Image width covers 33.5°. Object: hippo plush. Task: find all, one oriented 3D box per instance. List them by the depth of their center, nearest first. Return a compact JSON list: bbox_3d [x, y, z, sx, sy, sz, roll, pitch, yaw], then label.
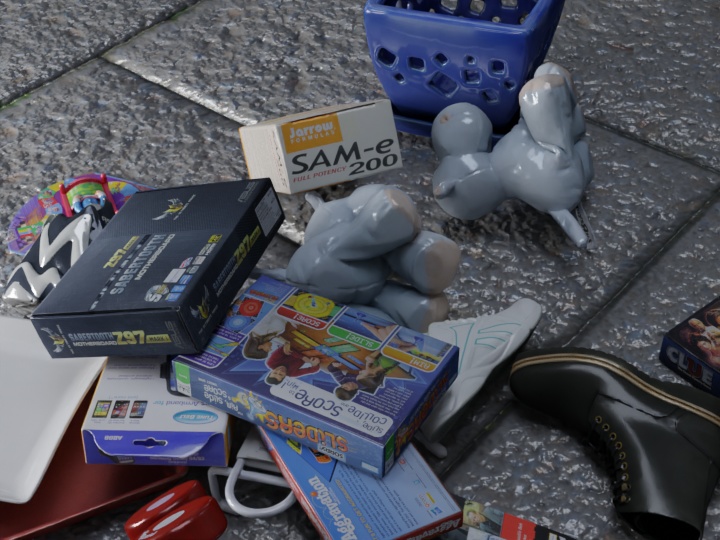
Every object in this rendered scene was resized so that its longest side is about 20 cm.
[{"bbox_3d":[0.000,0.000,1.162,0.198,0.161,0.161,-24,17,7],"label":"hippo plush"},{"bbox_3d":[0.159,-0.110,1.277,0.159,0.203,0.159,-10,-4,19],"label":"hippo plush"}]

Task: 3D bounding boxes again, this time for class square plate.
[{"bbox_3d":[-0.334,0.116,1.044,0.195,0.029,0.201,8,41,11],"label":"square plate"}]

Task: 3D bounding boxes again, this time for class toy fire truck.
[{"bbox_3d":[-0.156,0.244,0.845,0.167,0.113,0.200,-30,4,-14],"label":"toy fire truck"}]

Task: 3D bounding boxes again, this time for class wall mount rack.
[{"bbox_3d":[-0.026,0.156,1.009,0.171,0.075,0.201,9,41,18],"label":"wall mount rack"}]

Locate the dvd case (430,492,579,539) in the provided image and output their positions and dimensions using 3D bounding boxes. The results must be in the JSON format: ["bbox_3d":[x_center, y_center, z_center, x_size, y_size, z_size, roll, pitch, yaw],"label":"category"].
[{"bbox_3d":[0.066,0.233,0.909,0.197,0.022,0.147,20,42,-1],"label":"dvd case"}]

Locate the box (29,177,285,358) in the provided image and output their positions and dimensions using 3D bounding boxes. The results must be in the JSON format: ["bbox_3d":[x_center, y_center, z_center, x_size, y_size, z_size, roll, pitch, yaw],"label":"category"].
[{"bbox_3d":[-0.174,-0.005,1.057,0.156,0.051,0.201,-4,34,27],"label":"box"}]

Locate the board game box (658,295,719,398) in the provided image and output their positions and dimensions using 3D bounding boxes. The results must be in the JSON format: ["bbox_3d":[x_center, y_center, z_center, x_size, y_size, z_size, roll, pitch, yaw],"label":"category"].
[{"bbox_3d":[0.398,0.063,1.124,0.199,0.035,0.135,-29,47,-28],"label":"board game box"}]

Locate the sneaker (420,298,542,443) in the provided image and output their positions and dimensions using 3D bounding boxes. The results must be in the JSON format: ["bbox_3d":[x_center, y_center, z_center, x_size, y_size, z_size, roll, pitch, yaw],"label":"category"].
[{"bbox_3d":[0.097,0.070,1.080,0.080,0.071,0.200,38,45,15],"label":"sneaker"}]

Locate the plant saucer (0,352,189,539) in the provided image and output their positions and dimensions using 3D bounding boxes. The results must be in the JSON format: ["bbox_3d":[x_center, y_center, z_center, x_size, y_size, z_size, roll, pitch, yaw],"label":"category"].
[{"bbox_3d":[-0.270,0.153,1.047,0.197,0.037,0.201,-18,44,-18],"label":"plant saucer"}]

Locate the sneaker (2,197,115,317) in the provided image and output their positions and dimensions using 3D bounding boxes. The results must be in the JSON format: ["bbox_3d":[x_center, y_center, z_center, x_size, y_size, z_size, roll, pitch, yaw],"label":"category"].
[{"bbox_3d":[-0.243,-0.009,1.175,0.196,0.080,0.131,6,68,23],"label":"sneaker"}]

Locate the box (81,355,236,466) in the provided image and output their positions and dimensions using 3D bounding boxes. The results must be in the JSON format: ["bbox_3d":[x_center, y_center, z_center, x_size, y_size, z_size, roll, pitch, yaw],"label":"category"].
[{"bbox_3d":[-0.163,0.104,1.023,0.117,0.042,0.201,1,33,2],"label":"box"}]

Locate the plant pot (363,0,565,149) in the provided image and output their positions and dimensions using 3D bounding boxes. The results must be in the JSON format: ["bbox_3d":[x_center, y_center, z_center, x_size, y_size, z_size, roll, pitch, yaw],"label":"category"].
[{"bbox_3d":[0.127,-0.260,1.404,0.197,0.182,0.201,13,43,17],"label":"plant pot"}]

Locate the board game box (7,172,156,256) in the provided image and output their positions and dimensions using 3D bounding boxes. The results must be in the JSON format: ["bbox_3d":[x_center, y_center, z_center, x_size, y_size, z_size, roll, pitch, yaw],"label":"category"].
[{"bbox_3d":[-0.286,-0.066,1.301,0.197,0.039,0.159,15,43,19],"label":"board game box"}]

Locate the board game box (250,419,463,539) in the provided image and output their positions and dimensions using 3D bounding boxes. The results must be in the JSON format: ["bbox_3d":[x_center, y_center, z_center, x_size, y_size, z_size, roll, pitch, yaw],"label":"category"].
[{"bbox_3d":[-0.013,0.145,0.945,0.102,0.020,0.200,-16,40,-22],"label":"board game box"}]

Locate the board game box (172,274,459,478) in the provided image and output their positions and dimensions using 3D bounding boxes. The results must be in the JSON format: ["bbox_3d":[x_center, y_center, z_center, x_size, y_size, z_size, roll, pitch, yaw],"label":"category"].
[{"bbox_3d":[-0.036,0.081,0.983,0.198,0.035,0.135,20,41,24],"label":"board game box"}]

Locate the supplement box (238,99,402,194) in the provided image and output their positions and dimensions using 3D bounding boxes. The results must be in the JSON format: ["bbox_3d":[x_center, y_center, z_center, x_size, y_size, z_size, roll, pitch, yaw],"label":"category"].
[{"bbox_3d":[-0.047,-0.132,1.276,0.124,0.075,0.200,-15,9,-14],"label":"supplement box"}]

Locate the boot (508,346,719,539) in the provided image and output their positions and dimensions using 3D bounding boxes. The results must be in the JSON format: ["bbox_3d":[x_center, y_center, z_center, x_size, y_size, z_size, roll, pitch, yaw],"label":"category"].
[{"bbox_3d":[0.208,0.148,1.007,0.197,0.078,0.139,13,47,18],"label":"boot"}]
